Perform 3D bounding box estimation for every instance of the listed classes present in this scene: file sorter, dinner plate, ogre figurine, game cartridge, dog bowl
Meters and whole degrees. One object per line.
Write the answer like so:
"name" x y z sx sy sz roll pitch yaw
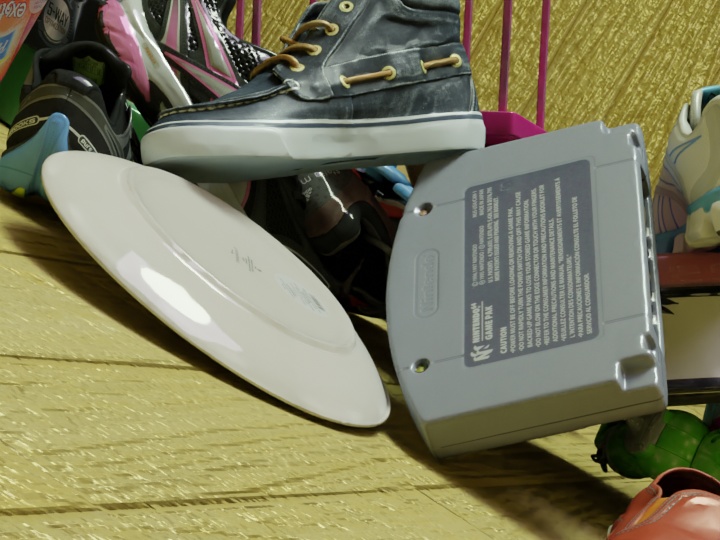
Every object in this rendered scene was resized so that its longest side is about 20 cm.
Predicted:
"file sorter" 0.003 -0.133 1.531 0.200 0.125 0.139 3 -2 13
"dinner plate" -0.061 0.001 1.271 0.200 0.024 0.200 37 13 -10
"ogre figurine" 0.210 0.116 1.438 0.200 0.098 0.120 43 0 22
"game cartridge" 0.079 0.008 1.331 0.200 0.133 0.041 -87 163 -49
"dog bowl" 0.144 0.034 1.431 0.200 0.074 0.200 -3 -5 0

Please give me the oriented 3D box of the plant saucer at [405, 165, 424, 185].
"plant saucer" 0.092 -0.020 1.769 0.200 0.035 0.200 57 -11 17

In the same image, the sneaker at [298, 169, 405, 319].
"sneaker" 0.000 0.000 1.541 0.082 0.077 0.200 57 8 29

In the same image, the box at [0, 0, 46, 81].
"box" -0.285 -0.182 1.532 0.200 0.103 0.095 33 7 17

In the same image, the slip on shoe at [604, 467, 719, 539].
"slip on shoe" 0.143 0.126 1.195 0.074 0.061 0.200 32 7 1

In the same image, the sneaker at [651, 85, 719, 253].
"sneaker" 0.187 -0.050 1.406 0.075 0.087 0.200 -5 -6 -6

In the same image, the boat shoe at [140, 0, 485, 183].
"boat shoe" -0.028 -0.097 1.384 0.200 0.091 0.071 -6 -6 -35

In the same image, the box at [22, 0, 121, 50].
"box" -0.151 -0.145 1.669 0.200 0.044 0.160 25 8 -33

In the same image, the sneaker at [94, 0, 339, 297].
"sneaker" -0.059 -0.073 1.434 0.200 0.086 0.080 60 -6 4

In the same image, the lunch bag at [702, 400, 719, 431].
"lunch bag" 0.294 0.134 1.565 0.200 0.122 0.170 25 4 19

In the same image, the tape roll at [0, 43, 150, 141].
"tape roll" -0.145 -0.087 1.660 0.200 0.048 0.200 29 7 -4

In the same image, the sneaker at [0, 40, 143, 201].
"sneaker" -0.140 -0.076 1.405 0.071 0.083 0.200 20 5 -1

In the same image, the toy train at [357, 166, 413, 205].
"toy train" 0.015 -0.027 1.752 0.114 0.087 0.200 35 3 -44
